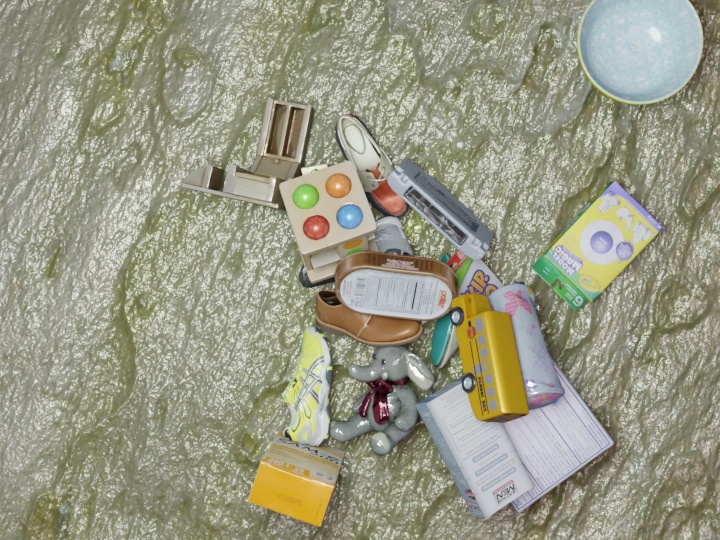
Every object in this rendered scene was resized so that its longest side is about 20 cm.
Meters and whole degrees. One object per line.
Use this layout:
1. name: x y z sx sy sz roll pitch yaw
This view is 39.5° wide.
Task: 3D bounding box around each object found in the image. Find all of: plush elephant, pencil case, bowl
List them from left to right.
1. plush elephant: 0.043 0.191 1.660 0.199 0.164 0.156 -23 105 -24
2. pencil case: 0.259 0.121 1.593 0.090 0.083 0.201 8 57 -35
3. bowl: 0.447 -0.366 1.643 0.198 0.108 0.202 0 92 3

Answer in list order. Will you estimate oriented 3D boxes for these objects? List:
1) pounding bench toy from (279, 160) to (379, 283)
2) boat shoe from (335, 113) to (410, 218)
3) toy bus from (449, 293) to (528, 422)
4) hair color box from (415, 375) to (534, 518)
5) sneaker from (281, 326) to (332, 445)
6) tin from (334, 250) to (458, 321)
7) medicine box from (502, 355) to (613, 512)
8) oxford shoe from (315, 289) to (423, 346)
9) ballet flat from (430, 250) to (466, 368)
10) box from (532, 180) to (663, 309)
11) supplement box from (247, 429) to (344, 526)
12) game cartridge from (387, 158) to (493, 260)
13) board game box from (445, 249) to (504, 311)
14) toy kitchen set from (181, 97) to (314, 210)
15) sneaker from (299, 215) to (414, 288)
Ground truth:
1. pounding bench toy: -0.060 -0.111 1.608 0.123 0.156 0.201 -19 70 -3
2. boat shoe: 0.020 -0.175 1.696 0.071 0.063 0.201 -30 91 2
3. toy bus: 0.197 0.131 1.544 0.065 0.078 0.201 9 64 -38
4. hair color box: 0.180 0.276 1.581 0.099 0.061 0.201 -27 89 -20
5. sneaker: -0.091 0.193 1.690 0.076 0.075 0.202 3 79 -15
6. tin: 0.056 0.028 1.596 0.198 0.042 0.112 6 136 -1
7. medicine box: 0.283 0.264 1.671 0.200 0.103 0.183 -37 89 4
8. oxford shoe: 0.009 0.075 1.661 0.199 0.071 0.072 11 126 24
9. ballet flat: 0.164 0.068 1.697 0.069 0.069 0.202 7 91 3
10. box: 0.395 -0.039 1.686 0.117 0.048 0.200 43 95 2
11. supplement box: -0.101 0.336 1.647 0.125 0.200 0.074 18 96 2
12. game cartridge: 0.134 -0.103 1.655 0.200 0.133 0.042 42 105 0
13. board game box: 0.208 0.060 1.670 0.200 0.030 0.096 47 71 -11
14. toy kitchen set: -0.185 -0.203 1.638 0.162 0.200 0.182 12 92 7
15. sneaker: 0.000 0.000 1.679 0.199 0.075 0.116 -31 66 3
